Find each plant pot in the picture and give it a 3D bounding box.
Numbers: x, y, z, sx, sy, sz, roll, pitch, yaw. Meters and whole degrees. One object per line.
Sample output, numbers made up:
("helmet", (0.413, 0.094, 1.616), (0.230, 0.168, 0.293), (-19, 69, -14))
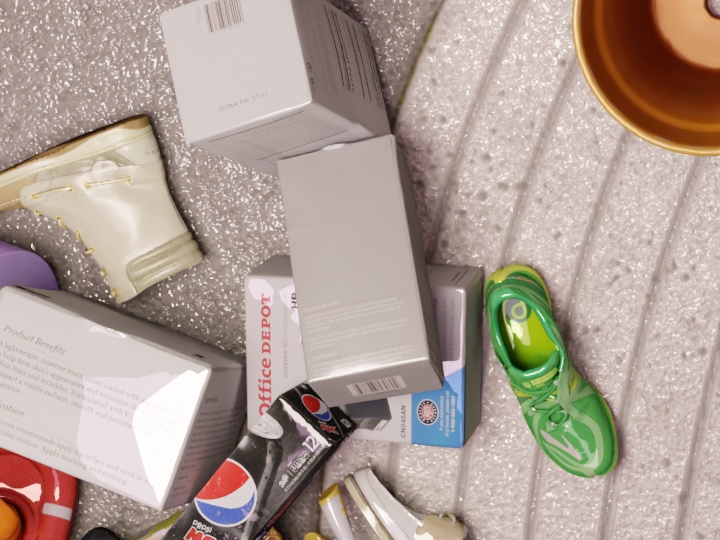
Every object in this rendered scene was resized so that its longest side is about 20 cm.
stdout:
("plant pot", (0.274, -0.203, 1.380), (0.199, 0.183, 0.201), (4, 104, 15))

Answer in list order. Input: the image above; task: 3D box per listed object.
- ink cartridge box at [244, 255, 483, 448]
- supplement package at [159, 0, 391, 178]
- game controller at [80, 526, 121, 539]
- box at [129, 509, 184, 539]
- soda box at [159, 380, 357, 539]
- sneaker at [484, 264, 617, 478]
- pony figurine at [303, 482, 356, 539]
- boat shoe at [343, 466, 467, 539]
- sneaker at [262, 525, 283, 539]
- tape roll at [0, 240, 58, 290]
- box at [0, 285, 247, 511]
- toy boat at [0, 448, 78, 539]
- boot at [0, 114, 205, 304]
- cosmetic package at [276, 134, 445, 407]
("ink cartridge box", (0.003, 0.070, 1.570), (0.199, 0.084, 0.146), (3, 103, 15))
("supplement package", (-0.064, -0.154, 1.463), (0.113, 0.200, 0.110), (-16, 79, 17))
("game controller", (-0.261, 0.329, 1.702), (0.105, 0.042, 0.200), (54, 128, 19))
("box", (-0.146, 0.330, 1.690), (0.075, 0.050, 0.201), (-30, 95, 20))
("soda box", (-0.094, 0.190, 1.541), (0.063, 0.071, 0.200), (42, 109, 9))
("sneaker", (0.155, 0.094, 1.536), (0.074, 0.084, 0.201), (-26, 96, 19))
("pony figurine", (-0.002, 0.314, 1.564), (0.166, 0.193, 0.200), (-34, 99, 30))
("boat shoe", (0.066, 0.249, 1.609), (0.068, 0.075, 0.200), (-40, 89, 0))
("sneaker", (-0.082, 0.315, 1.650), (0.074, 0.090, 0.201), (-9, 95, -3))
("tape roll", (-0.361, 0.065, 1.599), (0.085, 0.200, 0.201), (20, 108, 23))
("box", (-0.214, 0.109, 1.563), (0.198, 0.200, 0.131), (20, 91, 10))
("toy boat", (-0.334, 0.231, 1.644), (0.130, 0.131, 0.201), (11, 70, -2))
("boot", (-0.252, -0.038, 1.622), (0.199, 0.072, 0.155), (-20, 100, 18))
("cosmetic package", (0.000, 0.000, 1.475), (0.106, 0.090, 0.201), (-10, 68, 9))
